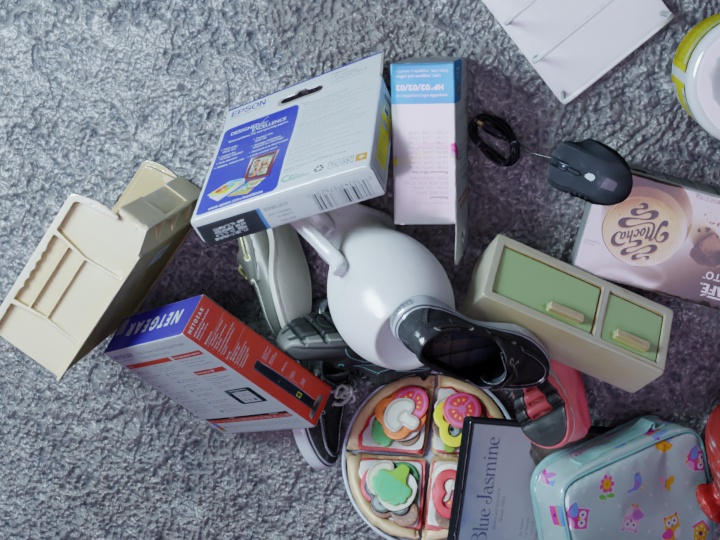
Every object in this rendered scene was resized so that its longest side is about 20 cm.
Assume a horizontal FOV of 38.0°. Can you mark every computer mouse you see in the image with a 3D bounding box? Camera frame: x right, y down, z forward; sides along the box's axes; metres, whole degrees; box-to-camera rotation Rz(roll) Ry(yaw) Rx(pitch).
[{"bbox_3d":[0.184,-0.115,1.053,0.199,0.034,0.059,26,110,36],"label":"computer mouse"}]

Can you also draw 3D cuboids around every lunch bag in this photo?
[{"bbox_3d":[0.280,0.246,1.112,0.199,0.077,0.162,-18,100,-23],"label":"lunch bag"}]

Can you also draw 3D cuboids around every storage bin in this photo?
[{"bbox_3d":[-0.276,-0.011,1.131,0.093,0.200,0.199,36,108,-1],"label":"storage bin"}]

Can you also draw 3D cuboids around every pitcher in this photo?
[{"bbox_3d":[0.000,0.000,1.050,0.171,0.200,0.122,26,110,-34],"label":"pitcher"}]

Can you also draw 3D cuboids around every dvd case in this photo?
[{"bbox_3d":[0.188,0.233,1.119,0.198,0.018,0.144,8,90,-25],"label":"dvd case"}]

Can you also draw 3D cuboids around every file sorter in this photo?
[{"bbox_3d":[0.189,-0.280,1.010,0.138,0.125,0.200,-38,94,17],"label":"file sorter"}]

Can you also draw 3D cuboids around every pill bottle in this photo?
[{"bbox_3d":[0.348,-0.182,0.963,0.111,0.200,0.113,3,105,11],"label":"pill bottle"}]

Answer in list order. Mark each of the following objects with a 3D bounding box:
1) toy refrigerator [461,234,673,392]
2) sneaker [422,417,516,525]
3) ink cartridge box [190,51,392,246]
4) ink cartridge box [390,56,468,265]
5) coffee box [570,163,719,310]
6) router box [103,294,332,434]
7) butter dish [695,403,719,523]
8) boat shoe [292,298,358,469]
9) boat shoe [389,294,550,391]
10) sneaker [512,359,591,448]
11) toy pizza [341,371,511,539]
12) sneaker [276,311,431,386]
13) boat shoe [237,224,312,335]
[{"bbox_3d":[0.210,0.044,1.056,0.199,0.076,0.070,24,150,-6],"label":"toy refrigerator"},{"bbox_3d":[0.148,0.229,1.181,0.199,0.081,0.075,-29,62,0],"label":"sneaker"},{"bbox_3d":[-0.062,-0.124,1.066,0.196,0.201,0.047,-16,126,21],"label":"ink cartridge box"},{"bbox_3d":[0.073,-0.115,1.079,0.067,0.115,0.202,1,104,12],"label":"ink cartridge box"},{"bbox_3d":[0.327,-0.034,1.068,0.198,0.080,0.114,17,105,7],"label":"coffee box"},{"bbox_3d":[-0.157,0.108,1.127,0.179,0.049,0.199,39,151,-25],"label":"router box"},{"bbox_3d":[0.410,0.208,1.057,0.147,0.199,0.201,-34,96,24],"label":"butter dish"},{"bbox_3d":[-0.038,0.129,1.186,0.068,0.073,0.201,-4,94,27],"label":"boat shoe"},{"bbox_3d":[0.115,0.081,0.982,0.199,0.066,0.070,27,110,-37],"label":"boat shoe"},{"bbox_3d":[0.190,0.096,1.125,0.074,0.086,0.202,-32,64,35],"label":"sneaker"},{"bbox_3d":[0.075,0.202,1.147,0.198,0.032,0.202,-4,66,10],"label":"toy pizza"},{"bbox_3d":[0.004,0.090,1.127,0.198,0.075,0.080,-1,113,-25],"label":"sneaker"},{"bbox_3d":[-0.103,-0.022,1.150,0.060,0.072,0.203,-15,83,28],"label":"boat shoe"}]
